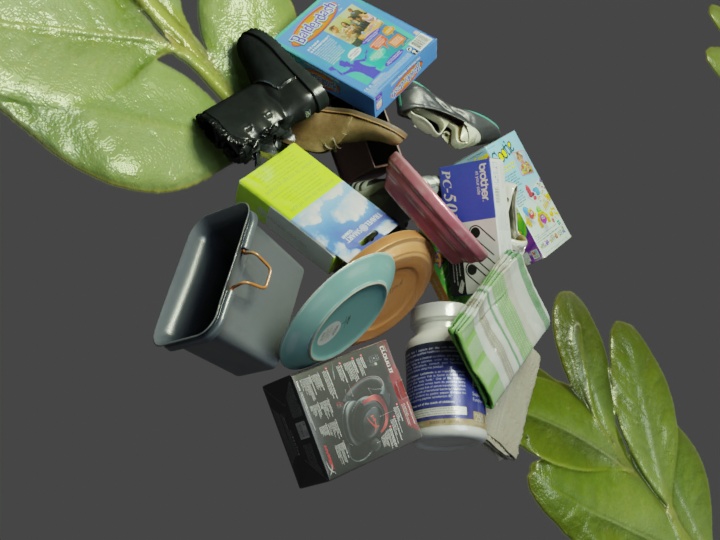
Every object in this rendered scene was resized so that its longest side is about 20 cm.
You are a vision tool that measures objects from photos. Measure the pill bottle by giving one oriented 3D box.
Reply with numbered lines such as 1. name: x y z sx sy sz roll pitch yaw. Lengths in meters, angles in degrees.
1. pill bottle: 0.122 0.154 1.635 0.115 0.116 0.201 13 65 -35

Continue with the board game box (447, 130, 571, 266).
1. board game box: 0.237 -0.108 1.835 0.105 0.103 0.200 -32 94 -48

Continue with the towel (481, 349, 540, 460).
1. towel: 0.216 0.183 1.742 0.132 0.034 0.200 41 55 -31

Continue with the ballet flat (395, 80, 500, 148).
1. ballet flat: 0.141 -0.238 1.837 0.200 0.073 0.073 25 59 -23

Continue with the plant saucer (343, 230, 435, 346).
1. plant saucer: 0.027 0.031 1.560 0.200 0.201 0.032 -16 51 -42

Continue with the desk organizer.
1. desk organizer: -0.012 -0.236 1.705 0.072 0.077 0.201 -15 83 -42

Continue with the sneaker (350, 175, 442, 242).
1. sneaker: 0.065 -0.084 1.724 0.200 0.075 0.116 -8 92 -42

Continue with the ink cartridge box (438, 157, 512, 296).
1. ink cartridge box: 0.177 -0.065 1.710 0.044 0.094 0.201 -1 85 -54

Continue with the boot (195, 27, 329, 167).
1. boot: -0.159 -0.244 1.582 0.162 0.073 0.198 -37 62 -18

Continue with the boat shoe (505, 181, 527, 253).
1. boat shoe: 0.226 -0.040 1.756 0.071 0.069 0.201 -31 118 -58

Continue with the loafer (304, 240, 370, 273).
1. loafer: 0.000 0.000 1.628 0.200 0.073 0.073 19 67 -31

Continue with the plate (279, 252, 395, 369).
1. plate: -0.022 0.060 1.457 0.200 0.200 0.026 -25 60 -42

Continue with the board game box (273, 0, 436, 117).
1. board game box: -0.010 -0.328 1.667 0.200 0.045 0.152 33 64 23

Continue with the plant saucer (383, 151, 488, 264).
1. plant saucer: 0.100 -0.080 1.603 0.051 0.201 0.201 -42 105 4

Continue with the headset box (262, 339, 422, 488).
1. headset box: -0.015 0.191 1.536 0.200 0.075 0.149 -18 85 -41

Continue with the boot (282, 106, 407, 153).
1. boot: -0.029 -0.197 1.621 0.074 0.199 0.076 30 75 -68

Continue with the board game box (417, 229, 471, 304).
1. board game box: 0.152 0.012 1.762 0.095 0.030 0.200 -36 105 -42

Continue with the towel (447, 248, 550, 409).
1. towel: 0.208 0.082 1.626 0.200 0.031 0.149 -50 119 -40

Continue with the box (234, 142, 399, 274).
1. box: -0.061 -0.083 1.566 0.200 0.048 0.122 38 51 14

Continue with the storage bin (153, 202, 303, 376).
1. storage bin: -0.153 0.033 1.455 0.134 0.145 0.200 37 53 -35
